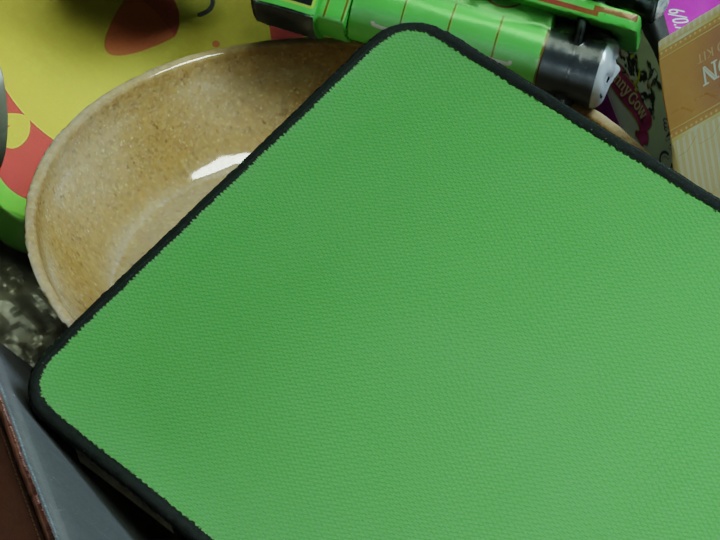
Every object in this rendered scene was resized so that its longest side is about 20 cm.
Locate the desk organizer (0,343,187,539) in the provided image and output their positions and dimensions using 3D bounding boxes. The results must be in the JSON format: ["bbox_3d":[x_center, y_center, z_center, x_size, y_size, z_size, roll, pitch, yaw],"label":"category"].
[{"bbox_3d":[-0.086,0.097,0.758,0.072,0.077,0.200,40,6,-24],"label":"desk organizer"}]

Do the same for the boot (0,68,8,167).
[{"bbox_3d":[-0.231,-0.051,0.872,0.199,0.073,0.181,-16,30,-42],"label":"boot"}]

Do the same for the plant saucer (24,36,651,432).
[{"bbox_3d":[0.000,0.000,0.860,0.199,0.036,0.201,4,38,-3],"label":"plant saucer"}]

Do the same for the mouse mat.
[{"bbox_3d":[0.025,0.025,0.754,0.161,0.008,0.200,-44,54,-15],"label":"mouse mat"}]

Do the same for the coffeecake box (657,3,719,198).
[{"bbox_3d":[0.214,-0.043,0.872,0.199,0.153,0.073,18,56,-38],"label":"coffeecake box"}]

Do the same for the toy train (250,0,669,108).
[{"bbox_3d":[-0.003,-0.098,0.913,0.199,0.042,0.057,17,82,9],"label":"toy train"}]

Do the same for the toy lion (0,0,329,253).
[{"bbox_3d":[-0.042,-0.070,0.959,0.200,0.069,0.192,39,67,6],"label":"toy lion"}]

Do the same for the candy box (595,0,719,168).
[{"bbox_3d":[0.190,-0.045,1.037,0.199,0.061,0.137,-2,56,-24],"label":"candy box"}]
